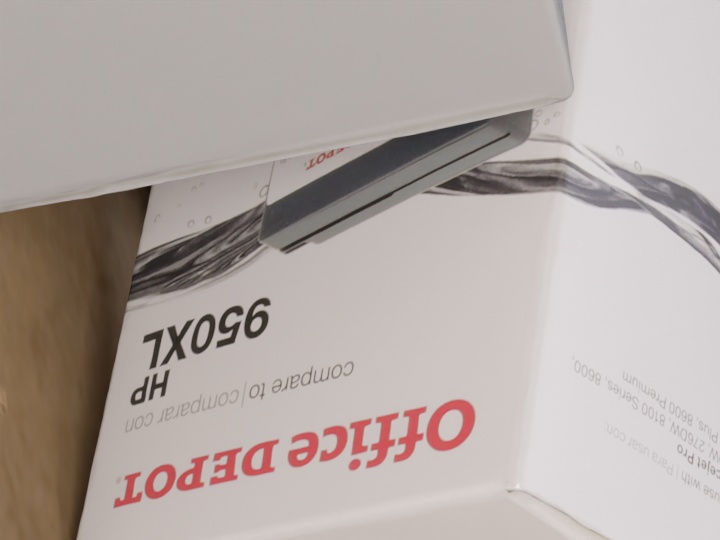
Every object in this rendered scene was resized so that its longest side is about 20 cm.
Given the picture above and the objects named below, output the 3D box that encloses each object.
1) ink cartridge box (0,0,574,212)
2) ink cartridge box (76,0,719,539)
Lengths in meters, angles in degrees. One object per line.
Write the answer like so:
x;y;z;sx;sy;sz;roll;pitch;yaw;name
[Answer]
-0.041;-0.140;0.631;0.200;0.145;0.145;-94;169;-45;ink cartridge box
0.021;-0.009;0.694;0.084;0.145;0.200;33;55;-38;ink cartridge box
